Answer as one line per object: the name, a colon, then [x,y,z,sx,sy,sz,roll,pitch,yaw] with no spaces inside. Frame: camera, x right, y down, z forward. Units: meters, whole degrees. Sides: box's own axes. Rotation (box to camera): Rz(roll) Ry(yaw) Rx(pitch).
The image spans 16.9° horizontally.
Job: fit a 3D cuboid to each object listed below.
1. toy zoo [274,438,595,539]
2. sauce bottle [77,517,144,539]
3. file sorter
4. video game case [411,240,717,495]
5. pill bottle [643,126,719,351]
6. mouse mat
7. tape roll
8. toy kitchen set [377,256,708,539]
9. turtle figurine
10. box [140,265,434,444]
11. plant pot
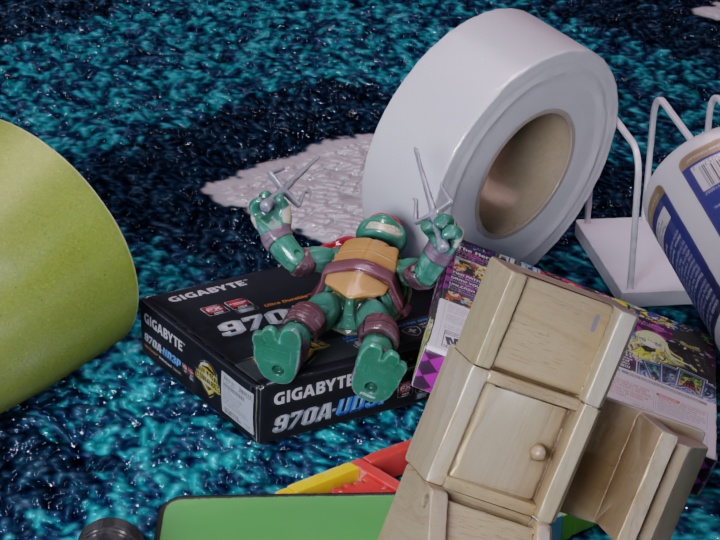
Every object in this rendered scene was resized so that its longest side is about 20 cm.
toy zoo: [0.041,0.148,1.480,0.200,0.021,0.131,-18,31,-37]
sauce bottle: [-0.144,0.200,1.302,0.066,0.066,0.200,1,22,-1]
file sorter: [0.280,-0.059,1.833,0.199,0.125,0.139,-2,25,-10]
video game case: [0.139,0.059,1.599,0.200,0.036,0.181,21,25,-2]
pill bottle: [0.281,0.003,1.663,0.111,0.111,0.200,-7,47,-19]
mouse mat: [-0.045,0.185,1.378,0.160,0.008,0.200,-1,31,3]
tape roll: [0.094,-0.084,1.742,0.071,0.203,0.202,35,38,31]
toy kitchen set: [0.128,0.128,1.284,0.163,0.200,0.180,19,7,-18]
turtle figurine: [0.000,0.000,1.600,0.149,0.101,0.200,-4,38,18]
box: [-0.028,0.047,1.667,0.200,0.046,0.159,-13,29,-31]
plant pot: [-0.278,0.030,1.559,0.187,0.187,0.200,18,44,32]
